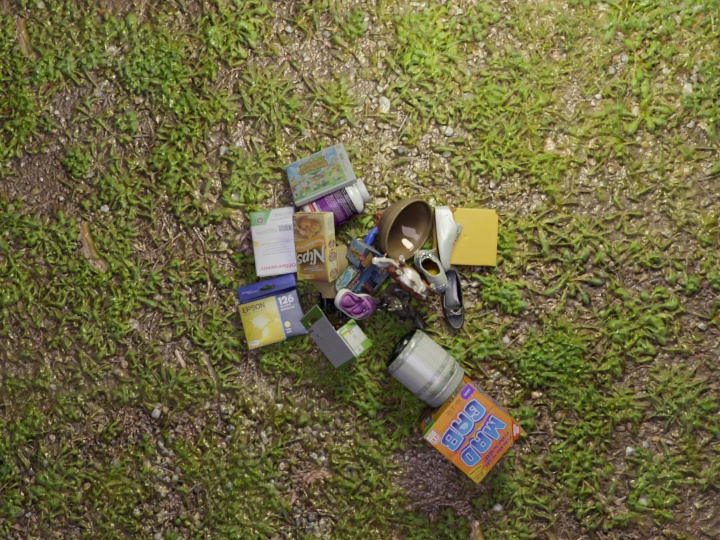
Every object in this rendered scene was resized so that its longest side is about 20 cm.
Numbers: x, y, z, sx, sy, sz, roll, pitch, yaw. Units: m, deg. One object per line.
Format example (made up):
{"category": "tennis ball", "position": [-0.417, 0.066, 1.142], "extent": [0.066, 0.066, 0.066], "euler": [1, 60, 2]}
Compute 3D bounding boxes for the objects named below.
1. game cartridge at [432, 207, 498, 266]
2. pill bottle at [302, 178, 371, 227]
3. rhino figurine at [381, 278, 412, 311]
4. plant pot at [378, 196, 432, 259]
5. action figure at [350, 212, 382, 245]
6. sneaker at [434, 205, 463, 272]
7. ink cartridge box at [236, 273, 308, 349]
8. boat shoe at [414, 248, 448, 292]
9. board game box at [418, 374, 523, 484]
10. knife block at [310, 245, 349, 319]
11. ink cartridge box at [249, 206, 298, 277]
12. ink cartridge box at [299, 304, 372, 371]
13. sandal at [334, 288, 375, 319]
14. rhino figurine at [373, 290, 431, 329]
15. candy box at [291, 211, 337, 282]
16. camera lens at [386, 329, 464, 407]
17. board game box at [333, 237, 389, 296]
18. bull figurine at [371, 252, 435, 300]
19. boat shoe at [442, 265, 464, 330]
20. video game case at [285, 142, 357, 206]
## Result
{"category": "game cartridge", "position": [0.324, -0.105, 1.583], "extent": [0.198, 0.032, 0.178], "euler": [3, 90, 1]}
{"category": "pill bottle", "position": [-0.070, -0.201, 1.565], "extent": [0.199, 0.112, 0.113], "euler": [-29, 88, 3]}
{"category": "rhino figurine", "position": [0.116, 0.065, 1.519], "extent": [0.087, 0.200, 0.060], "euler": [23, 128, 12]}
{"category": "plant pot", "position": [0.120, -0.136, 1.541], "extent": [0.093, 0.200, 0.202], "euler": [35, 92, 39]}
{"category": "action figure", "position": [-0.002, -0.094, 1.581], "extent": [0.098, 0.065, 0.201], "euler": [22, 91, -14]}
{"category": "sneaker", "position": [0.270, -0.097, 1.533], "extent": [0.084, 0.073, 0.202], "euler": [-4, 89, 4]}
{"category": "ink cartridge box", "position": [-0.283, 0.128, 1.614], "extent": [0.196, 0.047, 0.202], "euler": [-16, 91, 4]}
{"category": "boat shoe", "position": [0.197, -0.024, 1.489], "extent": [0.074, 0.203, 0.087], "euler": [-20, 123, 3]}
{"category": "board game box", "position": [0.314, 0.449, 1.495], "extent": [0.199, 0.200, 0.200], "euler": [39, 92, 2]}
{"category": "knife block", "position": [-0.066, 0.049, 1.561], "extent": [0.176, 0.064, 0.200], "euler": [45, 115, 12]}
{"category": "ink cartridge box", "position": [-0.258, -0.088, 1.591], "extent": [0.143, 0.084, 0.202], "euler": [-7, 89, 4]}
{"category": "ink cartridge box", "position": [-0.077, 0.189, 1.544], "extent": [0.076, 0.148, 0.200], "euler": [-35, 86, -37]}
{"category": "sandal", "position": [-0.007, 0.108, 1.489], "extent": [0.050, 0.202, 0.083], "euler": [27, 94, 35]}
{"category": "rhino figurine", "position": [0.132, 0.126, 1.568], "extent": [0.199, 0.088, 0.060], "euler": [28, 119, 2]}
{"category": "candy box", "position": [-0.134, -0.070, 1.500], "extent": [0.115, 0.055, 0.202], "euler": [4, 105, 27]}
{"category": "camera lens", "position": [0.189, 0.289, 1.524], "extent": [0.200, 0.160, 0.160], "euler": [39, 92, 3]}
{"category": "board game box", "position": [0.000, 0.000, 1.506], "extent": [0.062, 0.200, 0.200], "euler": [37, 84, 33]}
{"category": "bull figurine", "position": [0.124, 0.014, 1.436], "extent": [0.199, 0.121, 0.065], "euler": [37, 83, -2]}
{"category": "boat shoe", "position": [0.284, 0.087, 1.569], "extent": [0.066, 0.057, 0.202], "euler": [-7, 90, 2]}
{"category": "video game case", "position": [-0.125, -0.298, 1.563], "extent": [0.199, 0.022, 0.183], "euler": [-22, 52, 4]}
